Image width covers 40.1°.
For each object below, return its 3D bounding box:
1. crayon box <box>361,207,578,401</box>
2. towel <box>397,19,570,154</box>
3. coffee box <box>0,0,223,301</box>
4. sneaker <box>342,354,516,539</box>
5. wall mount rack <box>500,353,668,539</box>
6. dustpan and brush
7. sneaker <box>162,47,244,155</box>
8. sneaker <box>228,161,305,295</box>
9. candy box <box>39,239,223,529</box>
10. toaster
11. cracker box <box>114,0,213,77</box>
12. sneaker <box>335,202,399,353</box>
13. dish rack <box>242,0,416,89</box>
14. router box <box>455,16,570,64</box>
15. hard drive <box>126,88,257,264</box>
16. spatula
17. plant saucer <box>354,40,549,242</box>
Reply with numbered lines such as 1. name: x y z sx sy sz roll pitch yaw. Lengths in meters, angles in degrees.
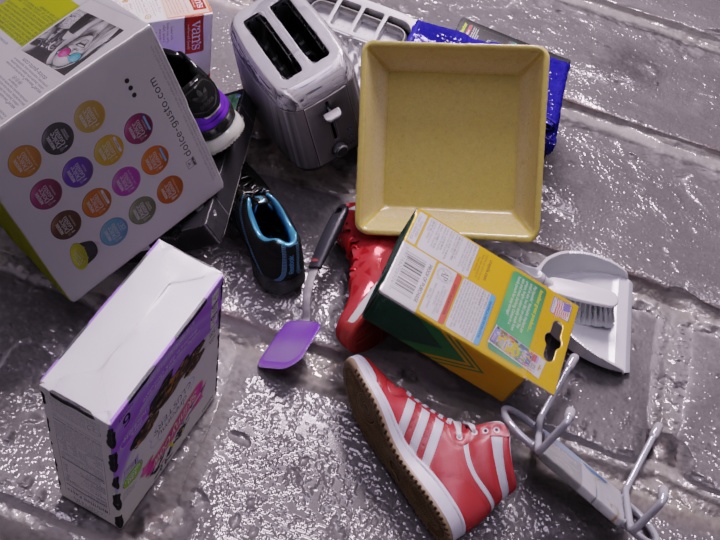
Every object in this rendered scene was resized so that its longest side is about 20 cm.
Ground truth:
1. crayon box: 0.113 0.041 0.994 0.198 0.052 0.127 31 49 -3
2. towel: 0.138 -0.215 1.120 0.197 0.050 0.149 16 54 2
3. coffee box: -0.289 -0.135 0.963 0.197 0.201 0.199 -39 48 -17
4. sneaker: 0.071 0.153 0.963 0.111 0.072 0.201 -26 71 -22
5. wall mount rack: 0.236 0.170 0.976 0.199 0.075 0.174 40 17 2
6. dustpan and brush: 0.216 0.021 1.095 0.196 0.058 0.141 15 53 0
7. sneaker: -0.202 -0.200 1.061 0.070 0.100 0.199 -46 41 -12
8. sneaker: -0.115 -0.072 1.082 0.072 0.082 0.201 -25 61 -23
9. candy box: -0.193 0.103 0.863 0.071 0.201 0.169 26 53 9
10. toaster: -0.074 -0.223 1.116 0.112 0.130 0.201 -29 65 -9
11. cracker box: -0.273 -0.249 1.145 0.197 0.135 0.058 -16 58 -21
12. sneaker: 0.000 0.000 1.073 0.114 0.079 0.200 22 45 21
13. dish rack: -0.034 -0.248 1.218 0.169 0.044 0.202 23 68 15
14. router box: 0.153 -0.199 1.181 0.148 0.063 0.202 24 54 5
15. hard drive: -0.193 -0.102 1.074 0.138 0.038 0.203 -12 49 24
16. spatula: -0.050 0.015 1.035 0.056 0.021 0.203 0 62 41
17. plant saucer: 0.096 -0.137 1.054 0.196 0.048 0.204 3 97 5
